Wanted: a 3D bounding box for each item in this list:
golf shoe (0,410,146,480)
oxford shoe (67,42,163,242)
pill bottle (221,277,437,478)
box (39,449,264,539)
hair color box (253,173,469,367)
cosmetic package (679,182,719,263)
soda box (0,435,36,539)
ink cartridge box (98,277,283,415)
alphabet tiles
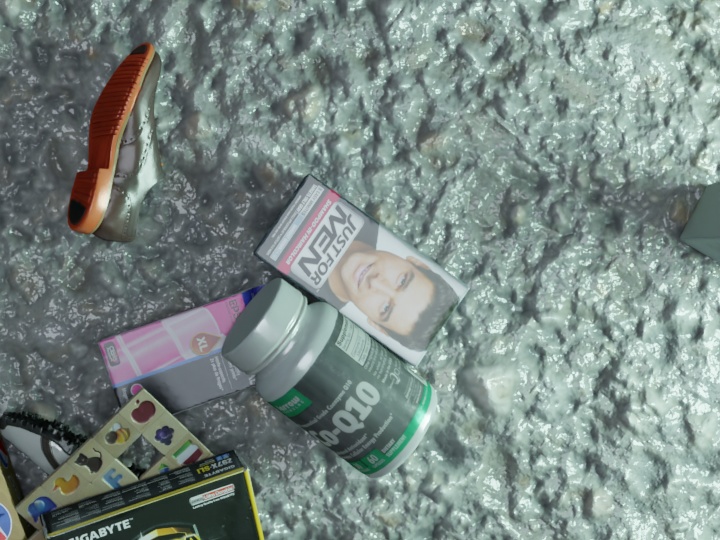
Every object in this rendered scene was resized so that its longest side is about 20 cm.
[{"bbox_3d":[-0.280,0.214,1.338,0.199,0.078,0.095,32,87,-5],"label":"golf shoe"},{"bbox_3d":[-0.230,-0.126,1.355,0.072,0.071,0.202,21,85,-35],"label":"oxford shoe"},{"bbox_3d":[-0.031,0.104,1.332,0.200,0.113,0.113,38,87,-15],"label":"pill bottle"},{"bbox_3d":[-0.192,0.281,1.312,0.198,0.049,0.161,-16,115,-15],"label":"box"},{"bbox_3d":[0.000,0.000,1.375,0.199,0.061,0.099,35,87,-6],"label":"hair color box"},{"bbox_3d":[0.407,-0.039,1.349,0.101,0.200,0.072,28,87,-6],"label":"cosmetic package"},{"bbox_3d":[-0.376,0.213,1.333,0.067,0.064,0.202,-20,92,-5],"label":"soda box"},{"bbox_3d":[-0.157,0.084,1.373,0.198,0.037,0.095,-19,93,-8],"label":"ink cartridge box"},{"bbox_3d":[-0.228,0.234,1.313,0.200,0.008,0.167,-43,117,-2],"label":"alphabet tiles"}]
